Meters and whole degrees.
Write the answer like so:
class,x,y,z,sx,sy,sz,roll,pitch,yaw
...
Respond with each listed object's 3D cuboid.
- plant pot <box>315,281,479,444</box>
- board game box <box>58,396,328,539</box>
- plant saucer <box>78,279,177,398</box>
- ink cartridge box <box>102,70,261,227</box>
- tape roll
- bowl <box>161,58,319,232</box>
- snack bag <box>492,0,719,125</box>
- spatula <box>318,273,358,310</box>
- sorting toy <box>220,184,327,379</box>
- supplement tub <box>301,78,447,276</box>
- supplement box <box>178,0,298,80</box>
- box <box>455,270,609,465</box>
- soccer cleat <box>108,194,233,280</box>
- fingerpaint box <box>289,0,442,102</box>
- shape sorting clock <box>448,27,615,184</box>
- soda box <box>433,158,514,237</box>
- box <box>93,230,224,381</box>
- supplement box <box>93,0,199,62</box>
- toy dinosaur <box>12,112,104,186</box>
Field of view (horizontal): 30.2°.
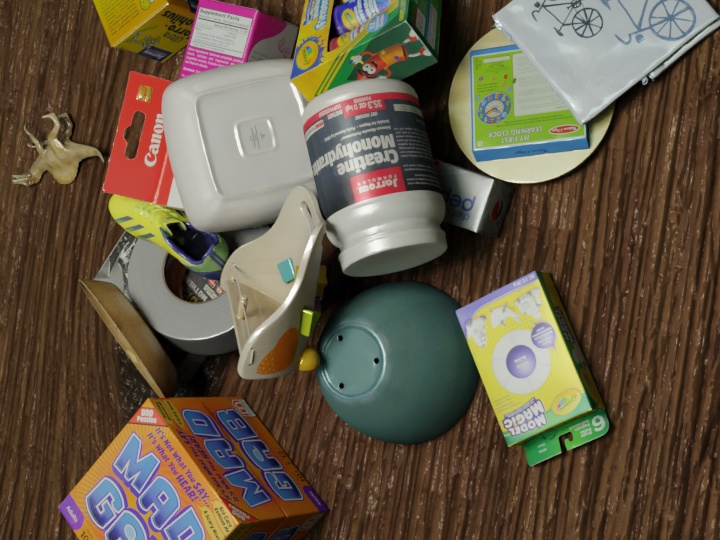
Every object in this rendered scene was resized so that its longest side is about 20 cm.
class,x,y,z,sx,sy,sz,roll,pitch,yaw
plant pot,0.023,0.109,1.589,0.200,0.135,0.200,-3,85,31
board game box,-0.208,0.298,1.672,0.200,0.200,0.200,-49,64,18
plant saucer,-0.290,0.084,1.711,0.035,0.200,0.200,-36,65,-12
ink cartridge box,-0.203,-0.152,1.651,0.200,0.050,0.161,13,85,-12
tape roll,-0.193,0.005,1.710,0.200,0.066,0.201,-6,67,13
bowl,-0.129,-0.157,1.607,0.199,0.075,0.200,-13,88,-12
snack bag,0.277,-0.284,1.518,0.200,0.021,0.189,-40,69,10
spatula,0.000,0.000,1.675,0.200,0.021,0.057,-39,93,27
sorting toy,-0.081,0.003,1.531,0.200,0.107,0.180,-111,36,-58
supplement tub,0.017,-0.106,1.531,0.140,0.140,0.200,-20,76,28
supplement box,-0.169,-0.243,1.749,0.103,0.101,0.200,19,95,30
box,0.198,0.115,1.537,0.117,0.048,0.200,-29,74,26
soccer cleat,-0.240,-0.057,1.664,0.200,0.084,0.065,31,80,24
fingerpaint box,0.010,-0.301,1.606,0.167,0.073,0.200,-22,39,28
shape sorting clock,0.200,-0.199,1.563,0.200,0.039,0.200,-5,77,21
soda box,0.080,-0.103,1.613,0.200,0.063,0.068,22,97,30
box,-0.262,0.027,1.813,0.200,0.048,0.158,45,107,26
supplement box,-0.303,-0.405,1.837,0.109,0.109,0.200,-32,71,25
toy dinosaur,-0.431,-0.177,1.936,0.200,0.058,0.101,-13,94,37
